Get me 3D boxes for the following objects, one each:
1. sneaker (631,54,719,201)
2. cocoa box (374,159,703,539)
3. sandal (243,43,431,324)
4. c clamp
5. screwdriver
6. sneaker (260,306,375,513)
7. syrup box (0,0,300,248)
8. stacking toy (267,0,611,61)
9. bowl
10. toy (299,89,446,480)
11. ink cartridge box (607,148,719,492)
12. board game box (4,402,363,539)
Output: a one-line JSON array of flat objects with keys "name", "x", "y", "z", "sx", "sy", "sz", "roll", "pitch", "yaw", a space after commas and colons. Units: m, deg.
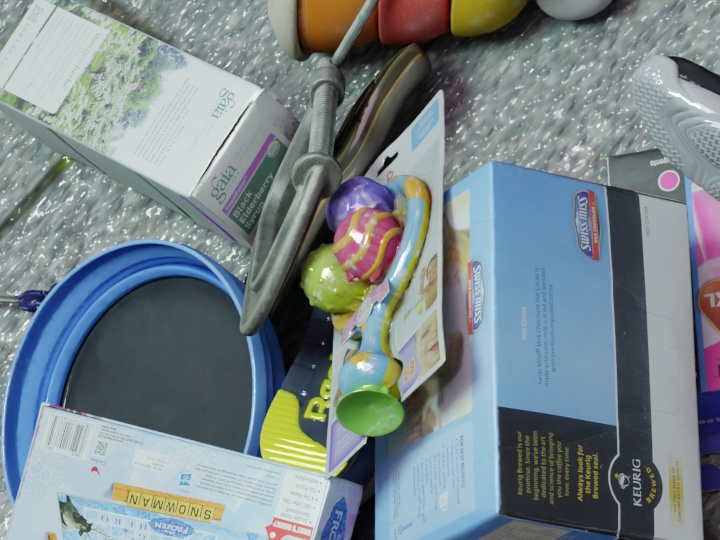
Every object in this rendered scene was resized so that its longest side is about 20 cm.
[{"name": "sneaker", "x": 0.252, "y": -0.079, "z": 1.572, "sx": 0.200, "sy": 0.076, "sz": 0.114, "roll": 34, "pitch": 69, "yaw": 5}, {"name": "cocoa box", "x": 0.092, "y": 0.063, "z": 1.537, "sx": 0.133, "sy": 0.131, "sz": 0.200, "roll": -34, "pitch": 50, "yaw": 54}, {"name": "sandal", "x": -0.008, "y": -0.040, "z": 1.691, "sx": 0.055, "sy": 0.082, "sz": 0.200, "roll": 34, "pitch": 81, "yaw": -9}, {"name": "c clamp", "x": -0.032, "y": -0.060, "z": 1.603, "sx": 0.200, "sy": 0.027, "sz": 0.171, "roll": -83, "pitch": 19, "yaw": -59}, {"name": "screwdriver", "x": -0.223, "y": 0.018, "z": 1.775, "sx": 0.200, "sy": 0.029, "sz": 0.028, "roll": 1, "pitch": 70, "yaw": 26}, {"name": "sneaker", "x": 0.008, "y": 0.054, "z": 1.639, "sx": 0.074, "sy": 0.082, "sz": 0.200, "roll": 16, "pitch": 61, "yaw": 29}, {"name": "syrup box", "x": -0.130, "y": -0.093, "z": 1.736, "sx": 0.200, "sy": 0.081, "sz": 0.079, "roll": 27, "pitch": 81, "yaw": 35}, {"name": "stacking toy", "x": 0.053, "y": -0.182, "z": 1.701, "sx": 0.199, "sy": 0.146, "sz": 0.146, "roll": 11, "pitch": 73, "yaw": 9}, {"name": "bowl", "x": -0.125, "y": 0.084, "z": 1.666, "sx": 0.200, "sy": 0.039, "sz": 0.201, "roll": -11, "pitch": 72, "yaw": 36}, {"name": "toy", "x": 0.000, "y": 0.000, "z": 1.533, "sx": 0.115, "sy": 0.047, "sz": 0.200, "roll": -48, "pitch": 31, "yaw": 38}, {"name": "ink cartridge box", "x": 0.192, "y": 0.023, "z": 1.598, "sx": 0.094, "sy": 0.037, "sz": 0.200, "roll": -10, "pitch": 68, "yaw": 17}, {"name": "board game box", "x": -0.114, "y": 0.190, "z": 1.566, "sx": 0.200, "sy": 0.041, "sz": 0.200, "roll": 12, "pitch": 83, "yaw": 32}]
